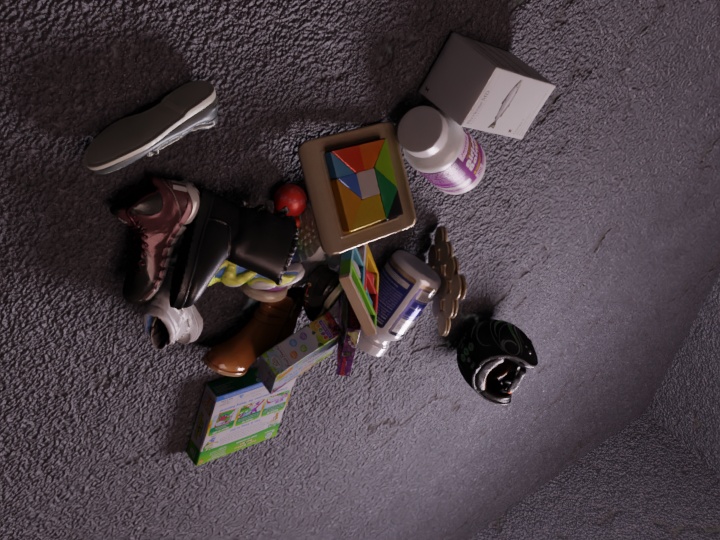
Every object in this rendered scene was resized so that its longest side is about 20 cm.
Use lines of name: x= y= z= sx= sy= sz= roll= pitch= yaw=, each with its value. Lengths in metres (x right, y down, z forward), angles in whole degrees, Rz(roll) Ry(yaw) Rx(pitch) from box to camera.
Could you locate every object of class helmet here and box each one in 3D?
helmet: x=0.336 y=0.215 z=2.260 sx=0.199 sy=0.191 sz=0.201 roll=-1 pitch=120 yaw=-2

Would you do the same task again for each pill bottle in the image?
pill bottle: x=0.062 y=0.069 z=1.837 sx=0.200 sy=0.116 sz=0.116 roll=-54 pitch=148 yaw=15
pill bottle: x=0.140 y=-0.212 z=1.594 sx=0.112 sy=0.112 sz=0.200 roll=-50 pitch=153 yaw=7

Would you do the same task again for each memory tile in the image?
memory tile: x=0.167 y=0.019 z=1.840 sx=0.017 sy=0.200 sz=0.154 roll=3 pitch=130 yaw=-14

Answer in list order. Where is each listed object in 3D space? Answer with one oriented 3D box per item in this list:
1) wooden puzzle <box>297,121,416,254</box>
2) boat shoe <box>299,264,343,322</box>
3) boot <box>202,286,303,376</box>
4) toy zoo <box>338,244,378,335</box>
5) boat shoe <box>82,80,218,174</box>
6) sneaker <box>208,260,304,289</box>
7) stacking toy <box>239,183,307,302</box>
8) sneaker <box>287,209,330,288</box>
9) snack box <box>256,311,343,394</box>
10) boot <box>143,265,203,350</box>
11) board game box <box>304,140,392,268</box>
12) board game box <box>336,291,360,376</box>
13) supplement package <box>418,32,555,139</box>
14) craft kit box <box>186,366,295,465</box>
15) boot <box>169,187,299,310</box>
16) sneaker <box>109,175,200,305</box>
wooden puzzle: x=0.003 y=-0.138 z=1.492 sx=0.200 sy=0.037 sz=0.186 roll=-20 pitch=101 yaw=-38
boat shoe: x=-0.071 y=0.042 z=1.608 sx=0.074 sy=0.063 sz=0.201 roll=-51 pitch=176 yaw=-19
boot: x=-0.185 y=0.100 z=1.627 sx=0.200 sy=0.074 sz=0.155 roll=-18 pitch=143 yaw=-56
toy zoo: x=0.000 y=0.000 z=1.588 sx=0.020 sy=0.200 sz=0.131 roll=-15 pitch=124 yaw=14
boat shoe: x=-0.269 y=-0.175 z=1.204 sx=0.200 sy=0.073 sz=0.062 roll=-38 pitch=145 yaw=-22
sneaker: x=-0.182 y=-0.027 z=1.430 sx=0.199 sy=0.076 sz=0.105 roll=-2 pitch=104 yaw=-22
stacking toy: x=-0.139 y=-0.050 z=1.506 sx=0.085 sy=0.085 sz=0.201 roll=-10 pitch=128 yaw=-44
sneaker: x=-0.082 y=-0.042 z=1.559 sx=0.080 sy=0.077 sz=0.200 roll=-9 pitch=153 yaw=-36
snack box: x=-0.112 y=0.151 z=1.641 sx=0.142 sy=0.053 sz=0.200 roll=-34 pitch=171 yaw=-16
boot: x=-0.299 y=0.083 z=1.421 sx=0.200 sy=0.073 sz=0.096 roll=92 pitch=17 yaw=-56
board game box: x=-0.005 y=-0.118 z=1.625 sx=0.200 sy=0.026 sz=0.200 roll=-39 pitch=148 yaw=-10
board game box: x=-0.021 y=0.075 z=1.641 sx=0.032 sy=0.200 sz=0.120 roll=4 pitch=131 yaw=-4
supplement package: x=0.220 y=-0.314 z=1.574 sx=0.200 sy=0.117 sz=0.117 roll=0 pitch=130 yaw=-49
craft kit box: x=-0.232 y=0.278 z=1.805 sx=0.200 sy=0.049 sz=0.198 roll=-14 pitch=134 yaw=-41
boot: x=-0.186 y=-0.019 z=1.362 sx=0.162 sy=0.073 sz=0.199 roll=19 pitch=71 yaw=-24
sneaker: x=-0.320 y=-0.050 z=1.302 sx=0.115 sy=0.076 sz=0.201 roll=17 pitch=103 yaw=-50
